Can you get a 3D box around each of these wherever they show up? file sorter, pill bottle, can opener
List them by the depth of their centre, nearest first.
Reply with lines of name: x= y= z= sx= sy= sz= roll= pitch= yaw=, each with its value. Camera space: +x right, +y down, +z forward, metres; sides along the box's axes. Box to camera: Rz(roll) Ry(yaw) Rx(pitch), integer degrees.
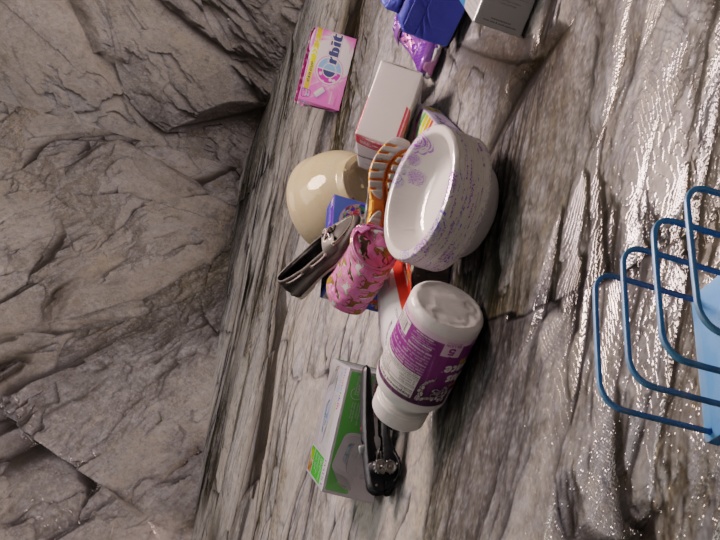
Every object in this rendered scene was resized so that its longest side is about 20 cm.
file sorter: x=0.279 y=0.023 z=0.839 sx=0.201 sy=0.121 sz=0.141 roll=124 pitch=157 yaw=-54
pill bottle: x=0.087 y=0.125 z=1.510 sx=0.113 sy=0.110 sz=0.202 roll=-96 pitch=24 yaw=-54
can opener: x=0.023 y=0.245 z=1.667 sx=0.079 sy=0.062 sz=0.204 roll=149 pitch=116 yaw=-67

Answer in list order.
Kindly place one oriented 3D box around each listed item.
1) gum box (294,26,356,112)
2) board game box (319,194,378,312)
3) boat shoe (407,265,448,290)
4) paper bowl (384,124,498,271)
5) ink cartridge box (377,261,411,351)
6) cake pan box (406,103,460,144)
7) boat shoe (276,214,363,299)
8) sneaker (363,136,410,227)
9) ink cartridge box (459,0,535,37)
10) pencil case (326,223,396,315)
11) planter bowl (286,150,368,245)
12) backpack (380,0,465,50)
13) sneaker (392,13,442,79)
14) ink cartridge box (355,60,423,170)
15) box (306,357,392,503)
gum box: x=-0.093 y=-0.512 z=2.804 sx=0.066 sy=0.112 sz=0.204 roll=-164 pitch=88 yaw=-75
board game box: x=0.002 y=-0.029 z=1.936 sx=0.045 sy=0.132 sz=0.203 roll=123 pitch=157 yaw=-49
boat shoe: x=0.104 y=-0.054 z=1.689 sx=0.073 sy=0.073 sz=0.204 roll=152 pitch=131 yaw=-71
paper bowl: x=0.123 y=-0.098 z=1.558 sx=0.201 sy=0.103 sz=0.204 roll=-43 pitch=39 yaw=48
ink cartridge box: x=0.053 y=0.049 z=1.708 sx=0.163 sy=0.056 sz=0.203 roll=-100 pitch=1 yaw=-59
cake pan box: x=0.105 y=-0.164 z=1.838 sx=0.185 sy=0.051 sz=0.203 roll=-107 pitch=33 yaw=-68
boat shoe: x=-0.071 y=-0.028 z=1.843 sx=0.200 sy=0.056 sz=0.067 roll=-48 pitch=23 yaw=31
sneaker: x=0.041 y=-0.122 z=1.806 sx=0.077 sy=0.077 sz=0.204 roll=162 pitch=122 yaw=-84
ink cartridge box: x=0.223 y=-0.469 z=1.598 sx=0.146 sy=0.082 sz=0.202 roll=-101 pitch=29 yaw=-60
pencil case: x=0.000 y=0.000 z=1.743 sx=0.200 sy=0.082 sz=0.088 roll=119 pitch=169 yaw=-61
planter bowl: x=-0.025 y=-0.145 z=2.078 sx=0.134 sy=0.198 sz=0.203 roll=-24 pitch=51 yaw=50
backpack: x=0.118 y=-0.525 z=1.907 sx=0.163 sy=0.166 sz=0.202 roll=-57 pitch=19 yaw=36
sneaker: x=0.102 y=-0.434 z=2.031 sx=0.202 sy=0.087 sz=0.081 roll=-93 pitch=24 yaw=-47
ink cartridge box: x=0.052 y=-0.265 z=1.937 sx=0.200 sy=0.083 sz=0.148 roll=75 pitch=-146 yaw=-78
box: x=-0.011 y=0.259 z=1.785 sx=0.176 sy=0.095 sz=0.204 roll=-173 pitch=97 yaw=-80
